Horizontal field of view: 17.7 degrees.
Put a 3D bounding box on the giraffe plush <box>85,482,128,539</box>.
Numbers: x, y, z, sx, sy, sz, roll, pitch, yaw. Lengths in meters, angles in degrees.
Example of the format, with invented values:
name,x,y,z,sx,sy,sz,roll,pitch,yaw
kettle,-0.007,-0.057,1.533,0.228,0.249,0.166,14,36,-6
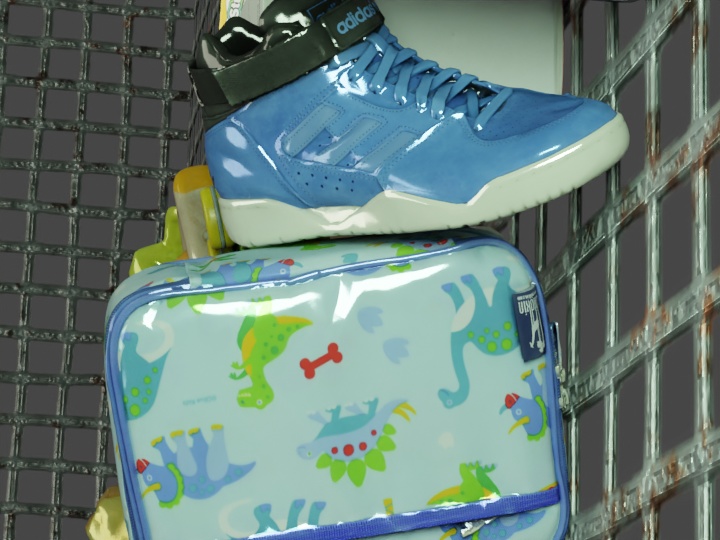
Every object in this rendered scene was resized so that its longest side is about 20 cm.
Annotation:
name,x,y,z,sx,sy,sz,roll,pitch,yaw
giraffe plush,-0.063,0.175,1.430,0.162,0.172,0.200,-56,42,32

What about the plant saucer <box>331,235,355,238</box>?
name,x,y,z,sx,sy,sz,roll,pitch,yaw
plant saucer,0.000,0.000,1.362,0.200,0.034,0.201,-132,35,-49

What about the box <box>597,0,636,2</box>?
name,x,y,z,sx,sy,sz,roll,pitch,yaw
box,0.047,-0.215,0.935,0.049,0.161,0.201,-157,71,-81

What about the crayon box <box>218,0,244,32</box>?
name,x,y,z,sx,sy,sz,roll,pitch,yaw
crayon box,-0.029,-0.218,1.550,0.119,0.058,0.201,5,91,37

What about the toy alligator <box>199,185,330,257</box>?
name,x,y,z,sx,sy,sz,roll,pitch,yaw
toy alligator,-0.041,0.008,1.136,0.200,0.059,0.054,86,171,-53

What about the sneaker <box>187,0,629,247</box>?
name,x,y,z,sx,sy,sz,roll,pitch,yaw
sneaker,0.012,-0.078,0.991,0.077,0.200,0.112,-36,-65,-51

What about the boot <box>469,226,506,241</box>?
name,x,y,z,sx,sy,sz,roll,pitch,yaw
boot,0.010,0.040,1.202,0.073,0.090,0.200,65,157,19

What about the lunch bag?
name,x,y,z,sx,sy,sz,roll,pitch,yaw
lunch bag,-0.009,0.068,1.023,0.082,0.199,0.161,-130,34,-79

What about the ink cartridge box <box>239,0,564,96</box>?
name,x,y,z,sx,sy,sz,roll,pitch,yaw
ink cartridge box,0.009,-0.089,1.170,0.200,0.146,0.083,126,146,-75

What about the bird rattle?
name,x,y,z,sx,sy,sz,roll,pitch,yaw
bird rattle,-0.080,0.035,1.291,0.163,0.112,0.200,81,-176,-54
